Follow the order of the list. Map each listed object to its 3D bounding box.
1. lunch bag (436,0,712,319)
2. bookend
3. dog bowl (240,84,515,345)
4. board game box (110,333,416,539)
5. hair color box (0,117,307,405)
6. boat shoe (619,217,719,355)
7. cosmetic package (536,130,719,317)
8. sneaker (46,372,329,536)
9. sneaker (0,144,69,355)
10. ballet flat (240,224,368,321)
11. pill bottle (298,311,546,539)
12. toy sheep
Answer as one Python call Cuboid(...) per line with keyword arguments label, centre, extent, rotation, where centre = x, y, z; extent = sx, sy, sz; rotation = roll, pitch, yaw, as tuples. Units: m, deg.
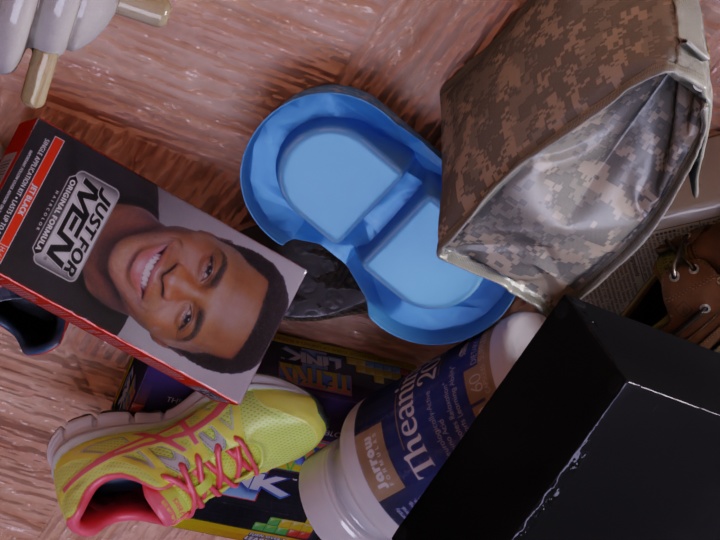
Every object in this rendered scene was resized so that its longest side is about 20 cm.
Cuboid(label="lunch bag", centre=(0.142, -0.099, 1.440), extent=(0.117, 0.164, 0.200), rotation=(28, 127, -21))
Cuboid(label="bookend", centre=(0.162, 0.142, 1.482), extent=(0.200, 0.092, 0.199), rotation=(19, 114, -33))
Cuboid(label="dog bowl", centre=(0.015, -0.040, 1.533), extent=(0.200, 0.050, 0.111), rotation=(39, 109, -14))
Cuboid(label="board game box", centre=(-0.077, 0.120, 1.710), extent=(0.200, 0.057, 0.165), rotation=(12, 132, -15))
Cuboid(label="hair color box", centre=(-0.146, -0.004, 1.518), extent=(0.200, 0.102, 0.061), rotation=(29, 170, -18))
Cuboid(label="boat shoe", centre=(0.216, 0.010, 1.513), extent=(0.068, 0.072, 0.200), rotation=(23, 122, -12))
Cuboid(label="cosmetic package", centre=(0.207, -0.024, 1.578), extent=(0.200, 0.073, 0.104), rotation=(-13, 133, 8))
Cuboid(label="sneaker", centre=(-0.115, 0.135, 1.623), extent=(0.200, 0.090, 0.078), rotation=(-17, 130, 9))
Cuboid(label="sneaker", centre=(-0.246, -0.022, 1.545), extent=(0.075, 0.085, 0.200), rotation=(-25, 130, 20))
Cuboid(label="ballet flat", centre=(0.000, 0.000, 1.607), extent=(0.199, 0.068, 0.046), rotation=(-3, 175, -3))
Cuboid(label="pill bottle", centre=(0.057, 0.117, 1.592), extent=(0.200, 0.111, 0.111), rotation=(-32, 128, 31))
Cuboid(label="toy sheep", centre=(-0.207, -0.172, 1.375), extent=(0.200, 0.138, 0.138), rotation=(15, 131, -12))
